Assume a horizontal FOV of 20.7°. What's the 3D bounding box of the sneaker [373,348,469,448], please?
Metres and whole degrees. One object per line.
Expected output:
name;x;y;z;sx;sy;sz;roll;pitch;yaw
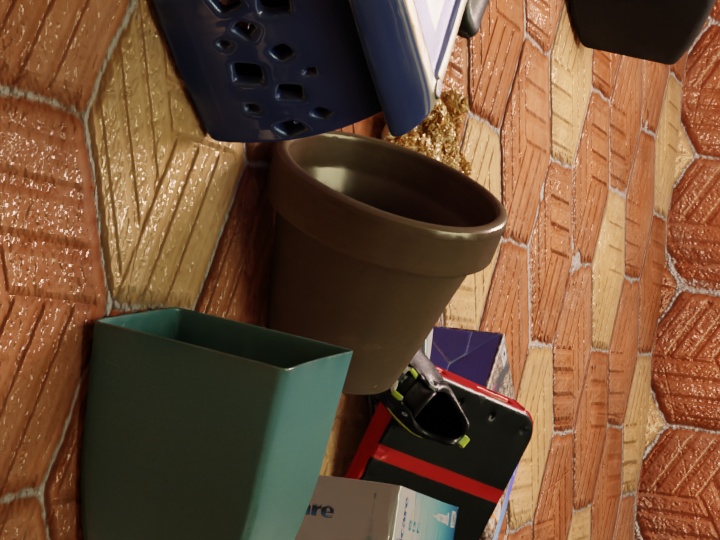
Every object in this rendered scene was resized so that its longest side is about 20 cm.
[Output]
sneaker;0.038;0.091;1.777;0.072;0.083;0.200;-50;125;-6

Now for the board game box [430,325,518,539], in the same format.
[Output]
board game box;0.099;0.183;2.088;0.200;0.097;0.159;76;26;-47

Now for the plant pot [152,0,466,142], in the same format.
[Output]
plant pot;-0.025;-0.217;1.426;0.200;0.180;0.200;70;32;-53

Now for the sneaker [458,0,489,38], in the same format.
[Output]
sneaker;0.142;-0.340;2.061;0.076;0.088;0.200;30;68;-71

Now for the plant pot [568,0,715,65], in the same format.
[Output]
plant pot;0.385;-0.394;2.661;0.177;0.200;0.200;90;15;-54

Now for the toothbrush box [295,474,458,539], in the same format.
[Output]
toothbrush box;-0.014;0.221;1.664;0.200;0.146;0.085;40;58;-70

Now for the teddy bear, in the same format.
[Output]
teddy bear;0.070;-0.113;1.945;0.200;0.067;0.145;79;27;-42

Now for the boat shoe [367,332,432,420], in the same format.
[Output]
boat shoe;0.039;0.123;1.919;0.068;0.072;0.200;-33;126;-67

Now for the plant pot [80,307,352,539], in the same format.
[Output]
plant pot;-0.111;0.141;1.362;0.141;0.141;0.200;-8;111;-72

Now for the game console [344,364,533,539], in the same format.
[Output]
game console;0.072;0.189;1.917;0.200;0.031;0.177;25;95;-42

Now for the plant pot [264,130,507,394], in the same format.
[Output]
plant pot;0.000;0.000;1.618;0.200;0.200;0.175;-39;151;-66
